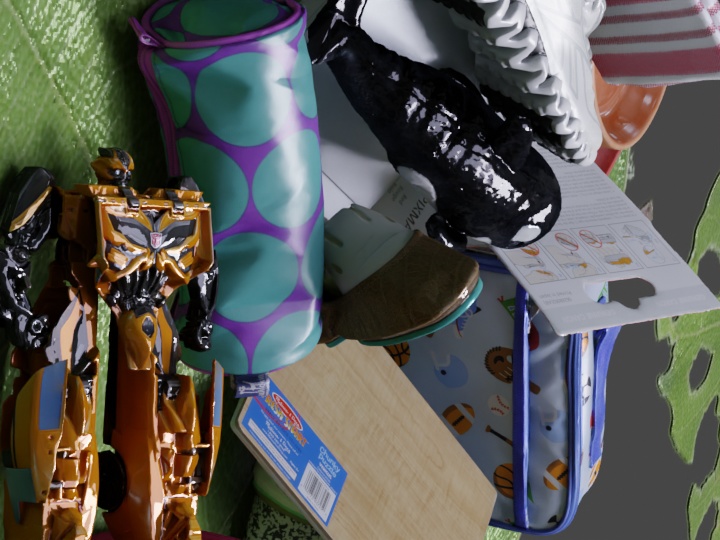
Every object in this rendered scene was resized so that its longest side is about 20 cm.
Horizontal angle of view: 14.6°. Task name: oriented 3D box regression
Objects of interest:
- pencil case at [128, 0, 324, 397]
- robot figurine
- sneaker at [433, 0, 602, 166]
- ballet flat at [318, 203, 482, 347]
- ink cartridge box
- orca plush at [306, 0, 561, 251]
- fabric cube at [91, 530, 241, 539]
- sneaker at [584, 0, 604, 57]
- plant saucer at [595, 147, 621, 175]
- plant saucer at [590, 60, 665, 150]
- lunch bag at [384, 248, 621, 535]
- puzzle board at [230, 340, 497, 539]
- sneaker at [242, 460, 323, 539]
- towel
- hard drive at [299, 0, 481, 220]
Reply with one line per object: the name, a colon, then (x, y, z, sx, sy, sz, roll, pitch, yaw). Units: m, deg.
pencil case: (-0.066, -0.042, 1.425, 0.092, 0.085, 0.201, -12, 119, -19)
robot figurine: (-0.116, 0.042, 1.335, 0.145, 0.058, 0.201, 1, 93, -46)
sneaker: (0.096, -0.131, 1.498, 0.081, 0.075, 0.200, -46, 139, -13)
ballet flat: (0.000, 0.000, 1.497, 0.068, 0.200, 0.072, -41, 99, -14)
ink cartridge box: (0.092, -0.027, 1.617, 0.162, 0.200, 0.050, -7, 141, -48)
orca plush: (0.058, -0.083, 1.472, 0.200, 0.071, 0.105, 54, 39, -28)
fabric cube: (-0.092, 0.246, 1.367, 0.199, 0.195, 0.201, -2, 103, -64)
sneaker: (0.105, -0.179, 1.638, 0.200, 0.081, 0.076, 87, 14, -68)
plant saucer: (0.130, -0.118, 1.892, 0.200, 0.037, 0.201, -58, 151, -43)
plant saucer: (0.176, -0.182, 1.888, 0.200, 0.032, 0.202, 9, 90, -68)
lunch bag: (0.077, 0.058, 1.704, 0.076, 0.159, 0.201, -46, 142, -51)
puzzle board: (0.003, 0.110, 1.599, 0.200, 0.017, 0.151, 51, 35, -23)
sneaker: (-0.013, 0.163, 1.667, 0.200, 0.077, 0.089, 25, 99, -50)
towel: (0.148, -0.195, 1.685, 0.030, 0.146, 0.200, -42, 111, -20)
hard drive: (0.023, -0.124, 1.513, 0.200, 0.027, 0.132, -47, 138, 0)
